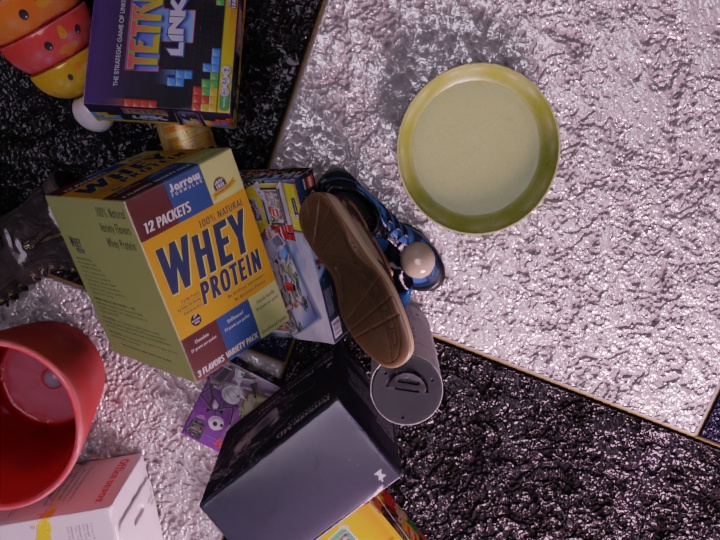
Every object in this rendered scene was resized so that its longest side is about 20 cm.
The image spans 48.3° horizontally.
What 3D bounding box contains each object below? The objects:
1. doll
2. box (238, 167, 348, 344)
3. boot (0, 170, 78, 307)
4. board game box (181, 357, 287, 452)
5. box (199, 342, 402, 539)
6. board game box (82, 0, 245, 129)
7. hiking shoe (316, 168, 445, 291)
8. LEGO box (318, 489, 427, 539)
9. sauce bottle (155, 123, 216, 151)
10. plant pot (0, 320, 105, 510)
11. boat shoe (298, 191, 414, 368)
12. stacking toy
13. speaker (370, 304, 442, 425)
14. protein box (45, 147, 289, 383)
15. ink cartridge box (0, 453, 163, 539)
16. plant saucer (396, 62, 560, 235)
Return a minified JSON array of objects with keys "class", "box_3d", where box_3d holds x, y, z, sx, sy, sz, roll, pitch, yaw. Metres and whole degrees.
[{"class":"doll","box_3d":[0.000,0.000,0.935,0.197,0.049,0.138,-9,120,39]},{"class":"box","box_3d":[-0.095,-0.017,0.937,0.135,0.038,0.203,5,118,35]},{"class":"boot","box_3d":[-0.385,-0.007,0.994,0.173,0.069,0.202,-33,96,12]},{"class":"board game box","box_3d":[-0.120,0.203,1.050,0.197,0.032,0.121,27,105,-6]},{"class":"box","box_3d":[-0.064,0.211,0.936,0.196,0.200,0.118,-38,100,7]},{"class":"board game box","box_3d":[-0.214,-0.269,0.901,0.162,0.057,0.204,3,81,-2]},{"class":"hiking shoe","box_3d":[0.021,-0.038,0.966,0.199,0.087,0.075,39,100,-7]},{"class":"LEGO box","box_3d":[-0.029,0.379,1.060,0.199,0.077,0.150,-38,100,7]},{"class":"sauce bottle","box_3d":[-0.191,-0.103,0.966,0.065,0.066,0.204,-16,102,4]},{"class":"plant pot","box_3d":[-0.400,0.153,0.963,0.196,0.177,0.205,0,102,1]},{"class":"boat shoe","box_3d":[0.009,0.004,0.849,0.072,0.071,0.202,-41,72,33]},{"class":"stacking toy","box_3d":[-0.342,-0.252,0.921,0.144,0.147,0.202,-27,119,6]},{"class":"speaker","box_3d":[0.051,0.104,0.938,0.079,0.200,0.083,0,103,1]},{"class":"protein box","box_3d":[-0.212,-0.014,0.884,0.134,0.197,0.203,-33,117,-35]},{"class":"ink cartridge box","box_3d":[-0.371,0.342,1.018,0.196,0.147,0.148,-9,102,3]},{"class":"plant saucer","box_3d":[0.141,-0.146,0.972,0.196,0.031,0.204,0,102,1]}]
